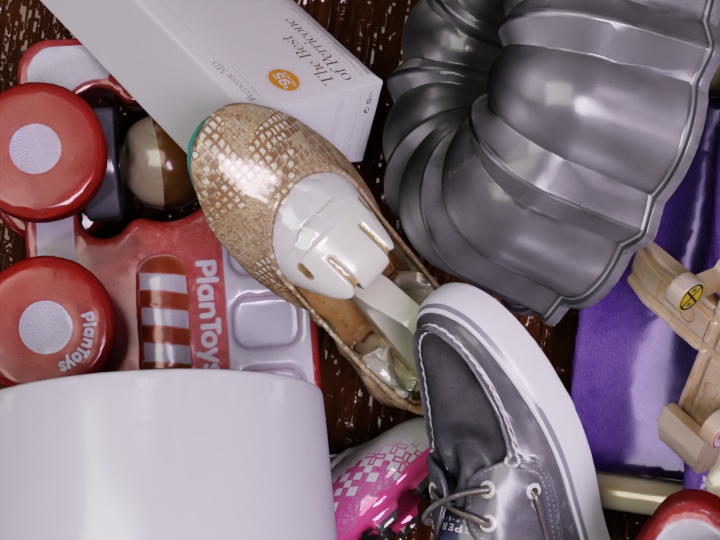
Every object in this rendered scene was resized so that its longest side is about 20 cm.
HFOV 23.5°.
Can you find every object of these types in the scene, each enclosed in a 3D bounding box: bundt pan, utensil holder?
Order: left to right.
[{"bbox_3d":[-0.087,0.155,0.728,0.168,0.170,0.203,-9,75,19],"label":"utensil holder"},{"bbox_3d":[0.069,-0.083,0.742,0.075,0.202,0.204,14,91,-21],"label":"bundt pan"}]

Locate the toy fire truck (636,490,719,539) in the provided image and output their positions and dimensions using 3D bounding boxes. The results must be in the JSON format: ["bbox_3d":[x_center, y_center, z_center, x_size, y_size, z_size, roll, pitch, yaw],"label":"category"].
[{"bbox_3d":[0.167,0.188,0.647,0.199,0.112,0.169,34,100,9],"label":"toy fire truck"}]

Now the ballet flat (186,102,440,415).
[{"bbox_3d":[0.000,0.000,0.767,0.065,0.200,0.071,26,76,47],"label":"ballet flat"}]

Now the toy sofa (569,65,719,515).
[{"bbox_3d":[0.135,0.006,0.765,0.082,0.097,0.203,6,89,20],"label":"toy sofa"}]

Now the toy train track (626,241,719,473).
[{"bbox_3d":[0.143,-0.002,0.640,0.115,0.032,0.202,43,136,34],"label":"toy train track"}]

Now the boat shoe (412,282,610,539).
[{"bbox_3d":[0.059,0.107,0.738,0.070,0.066,0.202,4,119,50],"label":"boat shoe"}]

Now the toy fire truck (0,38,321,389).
[{"bbox_3d":[-0.103,-0.014,0.860,0.166,0.112,0.203,-2,83,-7],"label":"toy fire truck"}]

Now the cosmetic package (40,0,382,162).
[{"bbox_3d":[-0.083,-0.120,0.831,0.200,0.082,0.051,45,136,32],"label":"cosmetic package"}]

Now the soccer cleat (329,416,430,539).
[{"bbox_3d":[-0.042,0.123,0.833,0.200,0.070,0.087,-44,74,12],"label":"soccer cleat"}]
